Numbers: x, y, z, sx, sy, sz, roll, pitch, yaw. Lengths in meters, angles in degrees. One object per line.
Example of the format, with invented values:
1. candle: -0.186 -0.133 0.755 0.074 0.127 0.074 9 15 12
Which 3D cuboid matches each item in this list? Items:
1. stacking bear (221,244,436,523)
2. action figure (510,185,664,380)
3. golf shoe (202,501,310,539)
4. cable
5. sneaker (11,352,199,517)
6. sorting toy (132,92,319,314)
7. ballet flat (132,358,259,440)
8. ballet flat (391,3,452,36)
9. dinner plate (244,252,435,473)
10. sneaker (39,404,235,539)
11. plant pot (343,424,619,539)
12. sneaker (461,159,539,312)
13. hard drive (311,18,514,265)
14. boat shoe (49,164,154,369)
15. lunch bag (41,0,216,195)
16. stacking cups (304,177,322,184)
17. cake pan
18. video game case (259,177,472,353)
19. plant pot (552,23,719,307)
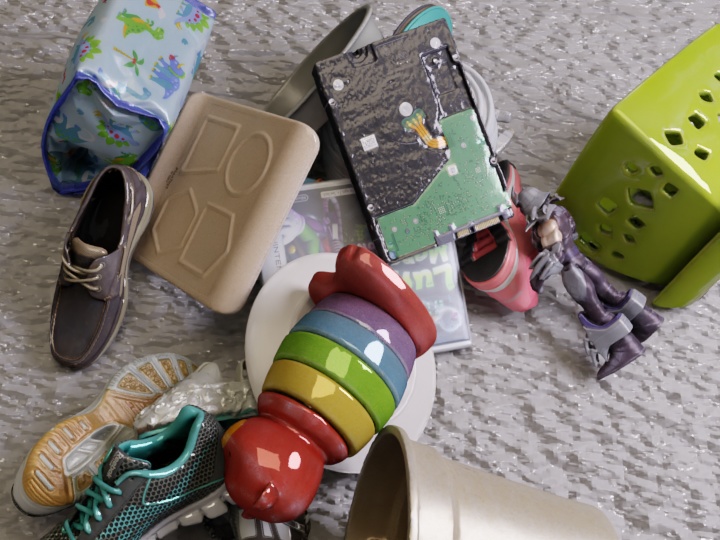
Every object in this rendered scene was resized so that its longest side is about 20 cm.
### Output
1. stacking bear: -0.034 0.100 0.685 0.113 0.121 0.201 39 64 -6
2. action figure: 0.207 -0.001 0.860 0.201 0.069 0.130 54 36 0
3. golf shoe: -0.067 0.220 0.727 0.094 0.078 0.201 -27 64 -21
4. cable: 0.053 -0.154 0.973 0.198 0.070 0.201 25 61 21
5. sneaker: -0.219 0.140 0.769 0.199 0.088 0.076 -31 84 -47
6. sorting toy: -0.138 -0.070 0.855 0.199 0.036 0.187 25 88 42
7. ballet flat: -0.110 0.111 0.769 0.198 0.072 0.072 0 52 -37
8. ballet flat: 0.035 -0.196 0.925 0.072 0.073 0.202 19 65 7
9. dinner plate: -0.009 0.077 0.787 0.198 0.024 0.203 13 66 -30
10. sneaker: -0.180 0.171 0.663 0.199 0.092 0.077 -33 40 -25
11. plant pot: 0.093 0.235 0.677 0.181 0.201 0.203 12 55 -10
12. sneaker: 0.150 -0.034 0.929 0.087 0.073 0.202 42 35 -27
13. hard drive: 0.051 -0.121 0.842 0.138 0.038 0.202 -21 90 -9
14. boat shoe: -0.257 -0.009 0.835 0.073 0.073 0.203 10 78 8
15. lunch bag: -0.251 -0.183 0.915 0.127 0.199 0.172 31 53 -25
16. stacking cups: -0.067 -0.080 0.925 0.197 0.061 0.061 14 56 9
17. cake pan: -0.047 -0.198 0.951 0.037 0.199 0.201 41 56 -18
18. video game case: 0.000 0.000 0.864 0.197 0.023 0.185 -8 84 -11
19. plant pot: 0.336 -0.092 0.903 0.199 0.200 0.181 -38 74 -27
